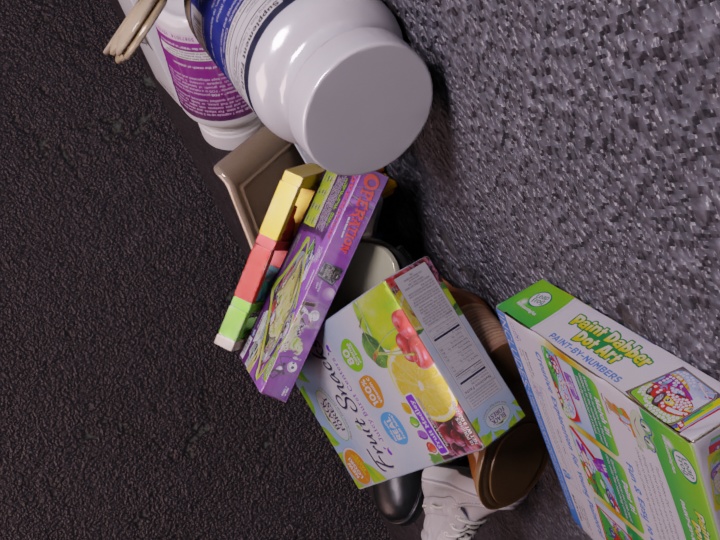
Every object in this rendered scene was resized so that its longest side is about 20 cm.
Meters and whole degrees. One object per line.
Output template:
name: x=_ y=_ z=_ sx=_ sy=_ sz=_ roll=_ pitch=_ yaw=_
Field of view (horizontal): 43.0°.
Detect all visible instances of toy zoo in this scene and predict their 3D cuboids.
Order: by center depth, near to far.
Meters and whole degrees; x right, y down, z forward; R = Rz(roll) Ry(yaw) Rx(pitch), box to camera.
toy zoo: x=-0.070 y=-0.024 z=0.868 sx=0.020 sy=0.201 sz=0.131 roll=24 pitch=-173 yaw=12

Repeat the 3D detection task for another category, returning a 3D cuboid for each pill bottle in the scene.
pill bottle: x=-0.039 y=-0.158 z=0.641 sx=0.200 sy=0.115 sz=0.116 roll=52 pitch=166 yaw=41
pill bottle: x=-0.154 y=-0.228 z=0.994 sx=0.112 sy=0.112 sz=0.200 roll=55 pitch=164 yaw=32

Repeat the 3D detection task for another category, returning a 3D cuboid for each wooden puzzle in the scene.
wooden puzzle: x=-0.085 y=-0.058 z=1.032 sx=0.201 sy=0.037 sz=0.185 roll=67 pitch=-151 yaw=-19

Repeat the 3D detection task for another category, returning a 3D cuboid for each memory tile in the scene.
memory tile: x=-0.123 y=-0.236 z=0.658 sx=0.017 sy=0.200 sz=0.153 roll=33 pitch=-179 yaw=-21

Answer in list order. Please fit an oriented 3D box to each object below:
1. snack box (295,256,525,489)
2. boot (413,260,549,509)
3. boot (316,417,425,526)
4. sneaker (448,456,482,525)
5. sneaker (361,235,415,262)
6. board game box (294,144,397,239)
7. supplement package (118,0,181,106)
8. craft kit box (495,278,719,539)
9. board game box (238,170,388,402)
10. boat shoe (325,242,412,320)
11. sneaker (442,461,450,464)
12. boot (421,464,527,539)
snack box: x=0.024 y=0.091 z=0.741 sx=0.143 sy=0.053 sz=0.200 roll=60 pitch=146 yaw=4
boot: x=0.094 y=0.096 z=0.799 sx=0.155 sy=0.073 sz=0.201 roll=-134 pitch=31 yaw=-53
boot: x=0.011 y=0.181 z=1.064 sx=0.162 sy=0.073 sz=0.199 roll=31 pitch=-124 yaw=-39
sneaker: x=0.113 y=0.253 z=1.147 sx=0.116 sy=0.075 sz=0.200 roll=65 pitch=-179 yaw=-49
sneaker: x=0.000 y=0.000 z=0.930 sx=0.200 sy=0.076 sz=0.081 roll=8 pitch=136 yaw=53
board game box: x=-0.029 y=-0.124 z=0.928 sx=0.200 sy=0.026 sz=0.200 roll=59 pitch=170 yaw=12
supplement package: x=-0.215 y=-0.317 z=1.068 sx=0.117 sy=0.117 sz=0.200 roll=45 pitch=162 yaw=50
craft kit box: x=0.174 y=0.124 z=0.558 sx=0.200 sy=0.048 sz=0.198 roll=66 pitch=171 yaw=-25
board game box: x=-0.044 y=0.002 z=0.782 sx=0.032 sy=0.201 sz=0.120 roll=25 pitch=-178 yaw=-14
boat shoe: x=-0.006 y=0.021 z=0.835 sx=0.201 sy=0.063 sz=0.074 roll=-35 pitch=68 yaw=56
sneaker: x=0.036 y=0.131 z=1.023 sx=0.200 sy=0.076 sz=0.105 roll=43 pitch=-155 yaw=-22
boot: x=0.117 y=0.260 z=0.968 sx=0.200 sy=0.073 sz=0.096 roll=151 pitch=125 yaw=-74
